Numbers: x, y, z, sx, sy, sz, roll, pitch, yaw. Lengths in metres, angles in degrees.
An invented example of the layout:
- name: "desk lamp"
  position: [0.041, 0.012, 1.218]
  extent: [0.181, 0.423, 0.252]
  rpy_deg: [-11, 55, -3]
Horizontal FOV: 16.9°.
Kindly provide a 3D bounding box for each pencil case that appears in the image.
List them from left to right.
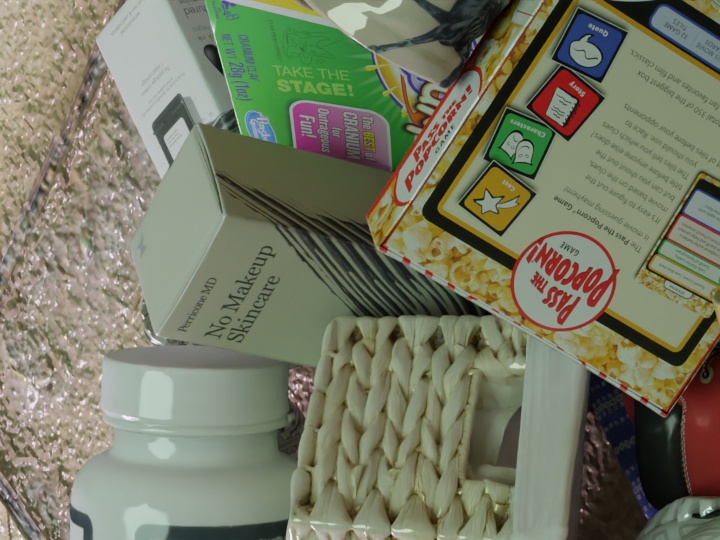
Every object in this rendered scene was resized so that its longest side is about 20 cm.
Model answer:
- name: "pencil case"
  position: [0.049, -0.168, 0.979]
  extent: [0.089, 0.078, 0.200]
  rpy_deg: [47, 112, 34]

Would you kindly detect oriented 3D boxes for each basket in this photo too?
- name: "basket"
  position: [0.038, 0.124, 1.116]
  extent: [0.123, 0.136, 0.200]
  rpy_deg: [6, 139, 7]

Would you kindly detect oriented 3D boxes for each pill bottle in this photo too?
- name: "pill bottle"
  position: [-0.080, 0.141, 1.169]
  extent: [0.119, 0.119, 0.201]
  rpy_deg: [7, 98, 45]

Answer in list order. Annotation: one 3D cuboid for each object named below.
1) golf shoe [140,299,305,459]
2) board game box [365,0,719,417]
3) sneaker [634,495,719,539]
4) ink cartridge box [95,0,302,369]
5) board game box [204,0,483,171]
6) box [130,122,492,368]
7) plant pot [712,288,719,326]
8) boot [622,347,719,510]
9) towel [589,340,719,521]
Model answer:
- name: "golf shoe"
  position: [-0.060, 0.099, 1.309]
  extent: [0.097, 0.078, 0.201]
  rpy_deg: [75, 179, -53]
- name: "board game box"
  position: [0.119, -0.061, 1.009]
  extent: [0.200, 0.151, 0.046]
  rpy_deg: [-56, 16, 13]
- name: "sneaker"
  position: [0.147, 0.136, 1.022]
  extent: [0.075, 0.081, 0.200]
  rpy_deg: [48, 147, 6]
- name: "ink cartridge box"
  position: [-0.037, -0.057, 1.238]
  extent: [0.068, 0.116, 0.201]
  rpy_deg: [-40, 72, 45]
- name: "board game box"
  position: [0.031, -0.110, 1.101]
  extent: [0.199, 0.040, 0.153]
  rpy_deg: [6, 138, 20]
- name: "box"
  position: [0.000, 0.000, 1.136]
  extent: [0.082, 0.199, 0.069]
  rpy_deg: [-59, 34, 32]
- name: "plant pot"
  position: [0.276, 0.066, 0.897]
  extent: [0.199, 0.200, 0.177]
  rpy_deg: [9, 118, 45]
- name: "boot"
  position: [0.179, 0.025, 1.048]
  extent: [0.144, 0.072, 0.201]
  rpy_deg: [21, 111, 38]
- name: "towel"
  position: [0.169, 0.070, 1.120]
  extent: [0.145, 0.024, 0.201]
  rpy_deg: [-39, 71, 43]
